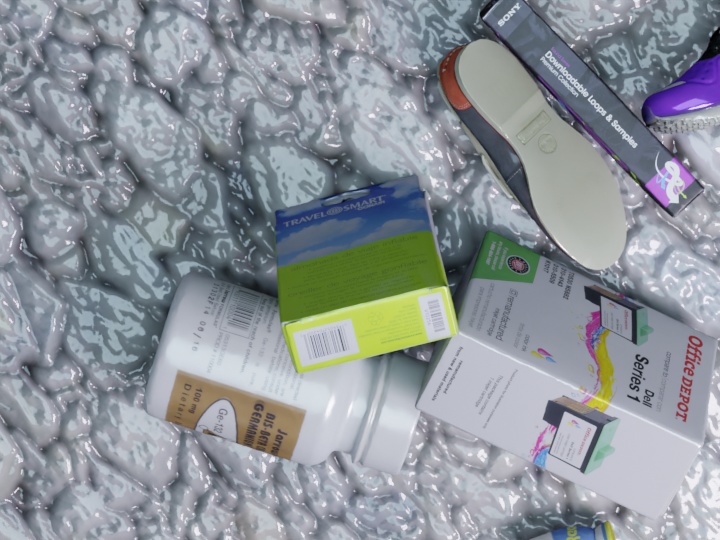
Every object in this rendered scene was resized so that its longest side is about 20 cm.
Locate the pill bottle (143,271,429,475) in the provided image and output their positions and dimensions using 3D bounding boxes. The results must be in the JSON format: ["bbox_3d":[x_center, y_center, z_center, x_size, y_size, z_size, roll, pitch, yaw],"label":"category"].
[{"bbox_3d":[-0.054,0.083,1.687,0.199,0.114,0.115,17,97,-1],"label":"pill bottle"}]

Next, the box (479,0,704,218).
[{"bbox_3d":[0.166,-0.126,1.644,0.036,0.143,0.200,-42,94,7],"label":"box"}]

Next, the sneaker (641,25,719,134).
[{"bbox_3d":[0.290,-0.171,1.672,0.199,0.070,0.100,-22,90,-10],"label":"sneaker"}]

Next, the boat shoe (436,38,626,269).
[{"bbox_3d":[0.128,-0.085,1.691,0.071,0.063,0.200,-39,97,-21],"label":"boat shoe"}]

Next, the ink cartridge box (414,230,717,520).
[{"bbox_3d":[0.156,0.076,1.658,0.199,0.145,0.084,25,124,-2],"label":"ink cartridge box"}]

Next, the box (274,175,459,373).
[{"bbox_3d":[0.000,0.000,1.644,0.121,0.200,0.048,-14,115,2],"label":"box"}]

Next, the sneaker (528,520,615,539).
[{"bbox_3d":[0.162,0.294,1.732,0.082,0.074,0.201,-1,89,3],"label":"sneaker"}]
